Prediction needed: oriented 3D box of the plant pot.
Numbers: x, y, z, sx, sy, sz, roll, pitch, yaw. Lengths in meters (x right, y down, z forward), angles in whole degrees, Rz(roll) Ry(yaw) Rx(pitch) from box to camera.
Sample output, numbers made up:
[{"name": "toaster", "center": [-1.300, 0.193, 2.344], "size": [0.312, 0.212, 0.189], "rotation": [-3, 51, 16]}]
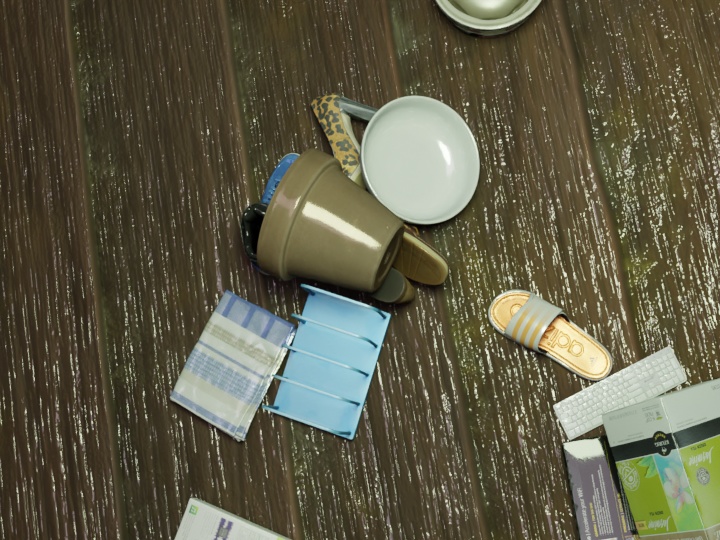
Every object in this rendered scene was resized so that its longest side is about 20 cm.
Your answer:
[{"name": "plant pot", "center": [-0.033, -0.054, 1.441], "size": [0.172, 0.200, 0.203], "rotation": [25, 83, 11]}]

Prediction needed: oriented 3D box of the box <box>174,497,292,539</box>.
[{"name": "box", "center": [-0.196, 0.452, 1.486], "size": [0.196, 0.036, 0.147], "rotation": [20, 82, 13]}]

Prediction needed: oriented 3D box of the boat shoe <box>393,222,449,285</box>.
[{"name": "boat shoe", "center": [0.065, -0.051, 1.528], "size": [0.198, 0.073, 0.072], "rotation": [29, 46, 27]}]

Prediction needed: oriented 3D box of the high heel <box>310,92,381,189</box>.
[{"name": "high heel", "center": [-0.048, -0.184, 1.585], "size": [0.140, 0.071, 0.203], "rotation": [21, 84, 23]}]

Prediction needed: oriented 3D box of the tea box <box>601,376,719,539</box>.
[{"name": "tea box", "center": [0.466, 0.258, 1.331], "size": [0.196, 0.133, 0.201], "rotation": [-9, 76, -29]}]

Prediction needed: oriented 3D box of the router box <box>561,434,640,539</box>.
[{"name": "router box", "center": [0.381, 0.338, 1.414], "size": [0.146, 0.051, 0.205], "rotation": [-10, 77, 8]}]

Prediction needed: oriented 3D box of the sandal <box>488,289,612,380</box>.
[{"name": "sandal", "center": [0.290, 0.091, 1.474], "size": [0.204, 0.059, 0.080], "rotation": [30, 84, 13]}]

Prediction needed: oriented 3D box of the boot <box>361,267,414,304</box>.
[{"name": "boot", "center": [0.000, 0.000, 1.538], "size": [0.198, 0.075, 0.075], "rotation": [31, 94, 28]}]

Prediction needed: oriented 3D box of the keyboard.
[{"name": "keyboard", "center": [0.388, 0.184, 1.466], "size": [0.197, 0.011, 0.057], "rotation": [-28, 76, 2]}]

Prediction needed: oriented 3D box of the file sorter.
[{"name": "file sorter", "center": [-0.052, 0.136, 1.480], "size": [0.136, 0.123, 0.204], "rotation": [17, 83, 11]}]

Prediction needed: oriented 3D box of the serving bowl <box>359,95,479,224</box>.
[{"name": "serving bowl", "center": [0.086, -0.167, 1.537], "size": [0.196, 0.066, 0.205], "rotation": [3, 80, -17]}]

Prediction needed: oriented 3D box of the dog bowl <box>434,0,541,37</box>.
[{"name": "dog bowl", "center": [0.210, -0.472, 1.594], "size": [0.195, 0.074, 0.205], "rotation": [-1, 79, 7]}]

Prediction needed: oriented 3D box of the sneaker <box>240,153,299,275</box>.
[{"name": "sneaker", "center": [-0.133, -0.100, 1.549], "size": [0.075, 0.111, 0.204], "rotation": [17, 81, 11]}]

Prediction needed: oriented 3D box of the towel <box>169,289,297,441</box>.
[{"name": "towel", "center": [-0.201, 0.150, 1.555], "size": [0.145, 0.024, 0.203], "rotation": [25, 81, 15]}]
